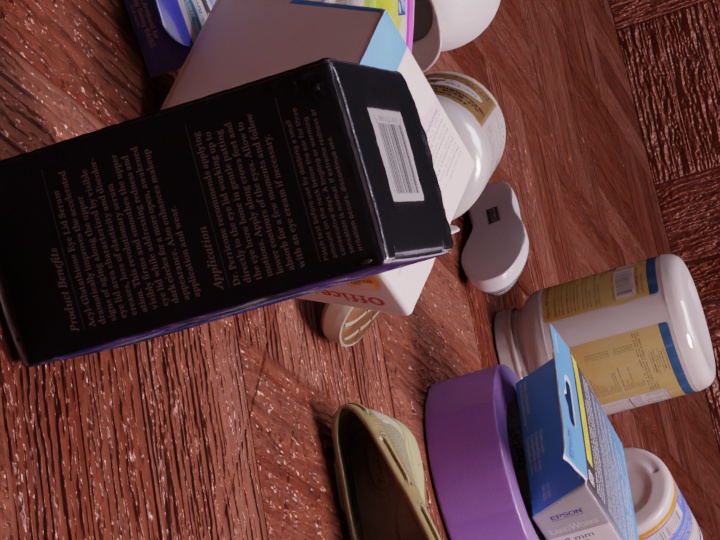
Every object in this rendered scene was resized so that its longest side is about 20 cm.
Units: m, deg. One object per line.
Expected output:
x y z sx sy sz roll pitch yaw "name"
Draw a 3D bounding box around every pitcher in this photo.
0.051 -0.285 1.929 0.172 0.121 0.200 63 28 -8 "pitcher"

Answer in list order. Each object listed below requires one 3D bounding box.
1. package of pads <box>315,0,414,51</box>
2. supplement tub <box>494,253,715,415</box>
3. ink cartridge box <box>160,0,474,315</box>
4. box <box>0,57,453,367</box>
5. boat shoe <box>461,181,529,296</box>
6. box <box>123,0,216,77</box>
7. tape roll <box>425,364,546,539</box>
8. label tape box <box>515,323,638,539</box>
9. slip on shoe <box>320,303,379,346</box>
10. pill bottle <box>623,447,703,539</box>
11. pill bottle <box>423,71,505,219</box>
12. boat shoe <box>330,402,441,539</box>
-0.008 -0.139 1.523 0.154 0.068 0.201 -32 126 -73 "package of pads"
0.251 0.075 2.074 0.145 0.200 0.145 -16 90 -75 "supplement tub"
-0.023 -0.066 1.312 0.125 0.128 0.200 -66 146 -23 "ink cartridge box"
-0.072 -0.029 1.035 0.148 0.200 0.105 -11 85 -74 "box"
0.144 -0.024 2.056 0.200 0.068 0.057 -83 153 -61 "boat shoe"
-0.123 -0.201 1.350 0.200 0.041 0.119 -48 120 -70 "box"
0.121 0.186 1.755 0.200 0.065 0.201 -17 90 -74 "tape roll"
0.178 0.163 1.742 0.200 0.066 0.144 54 24 -44 "label tape box"
0.000 0.000 1.542 0.061 0.076 0.200 34 24 6 "slip on shoe"
0.319 0.292 2.258 0.200 0.112 0.112 57 22 -48 "pill bottle"
0.058 -0.100 1.739 0.200 0.114 0.115 -55 127 -71 "pill bottle"
0.022 0.187 1.399 0.063 0.073 0.201 35 37 -56 "boat shoe"
